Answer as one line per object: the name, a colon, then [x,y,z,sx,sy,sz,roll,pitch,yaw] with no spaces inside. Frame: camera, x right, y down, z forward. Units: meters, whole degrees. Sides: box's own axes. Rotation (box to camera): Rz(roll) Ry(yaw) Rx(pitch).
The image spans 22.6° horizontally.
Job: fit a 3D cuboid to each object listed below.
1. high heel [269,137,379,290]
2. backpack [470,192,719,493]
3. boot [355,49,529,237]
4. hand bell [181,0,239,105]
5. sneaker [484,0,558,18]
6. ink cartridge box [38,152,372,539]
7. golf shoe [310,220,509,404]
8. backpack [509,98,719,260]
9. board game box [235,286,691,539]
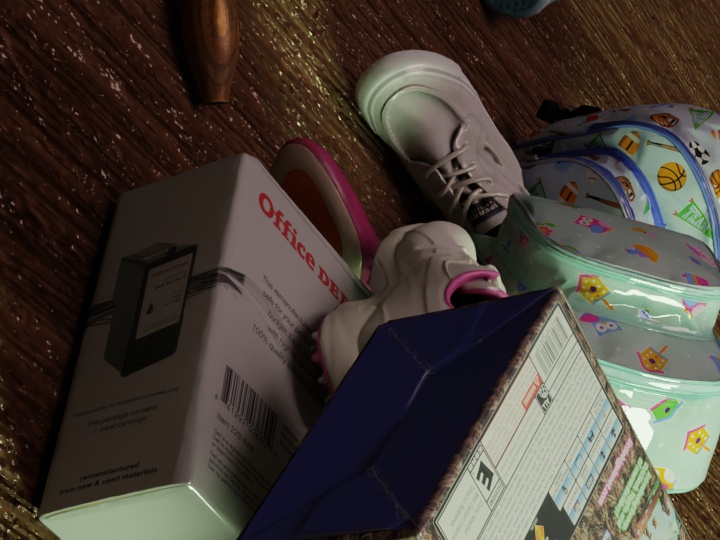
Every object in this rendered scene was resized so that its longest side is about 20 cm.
high heel: [0.000,0.000,1.064,0.096,0.067,0.200,-48,133,-49]
backpack: [0.148,0.047,1.128,0.176,0.153,0.200,15,26,-10]
boot: [0.072,-0.069,1.217,0.200,0.074,0.096,35,25,-54]
hand bell: [-0.088,-0.194,1.017,0.104,0.104,0.200,-5,92,-63]
sneaker: [0.132,-0.311,1.498,0.131,0.079,0.200,-20,103,-62]
ink cartridge box: [-0.064,0.066,0.880,0.146,0.084,0.200,52,33,-39]
golf shoe: [0.044,0.023,0.926,0.200,0.091,0.075,-56,128,-62]
backpack: [0.204,-0.038,1.350,0.154,0.190,0.200,-30,102,-47]
board game box: [0.061,0.138,0.773,0.200,0.097,0.159,61,39,-22]
